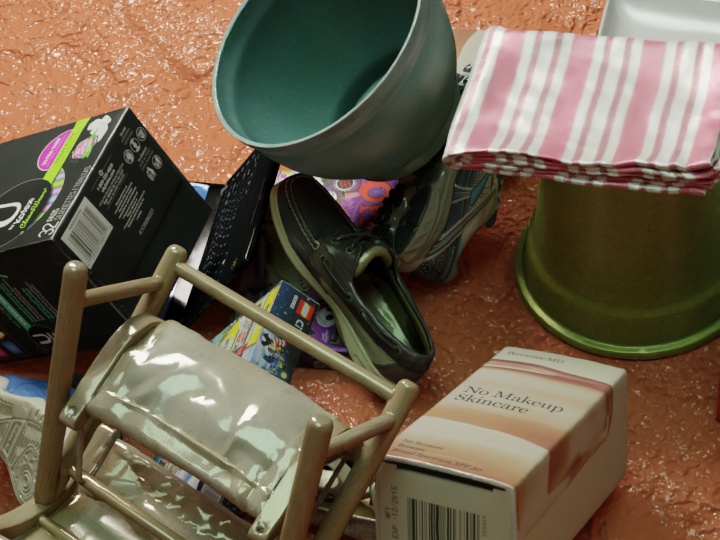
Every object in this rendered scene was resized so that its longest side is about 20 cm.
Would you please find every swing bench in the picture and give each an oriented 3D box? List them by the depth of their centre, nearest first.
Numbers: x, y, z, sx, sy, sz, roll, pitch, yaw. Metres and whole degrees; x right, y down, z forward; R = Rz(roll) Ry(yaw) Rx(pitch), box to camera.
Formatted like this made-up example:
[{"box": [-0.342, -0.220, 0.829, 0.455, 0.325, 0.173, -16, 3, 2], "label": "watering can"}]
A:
[{"box": [-0.103, 0.120, 0.872, 0.198, 0.201, 0.129, 29, 17, 21], "label": "swing bench"}]

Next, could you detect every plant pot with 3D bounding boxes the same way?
[{"box": [0.216, -0.066, 1.122, 0.198, 0.185, 0.202, -5, 48, 6], "label": "plant pot"}, {"box": [-0.001, -0.153, 1.148, 0.199, 0.134, 0.202, -20, 52, 28], "label": "plant pot"}]

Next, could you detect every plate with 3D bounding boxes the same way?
[{"box": [0.308, -0.175, 1.304, 0.198, 0.032, 0.201, 9, 51, 16], "label": "plate"}]

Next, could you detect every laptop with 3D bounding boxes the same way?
[{"box": [-0.160, -0.047, 1.221, 0.103, 0.200, 0.178, 28, 49, -18], "label": "laptop"}]

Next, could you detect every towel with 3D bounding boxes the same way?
[{"box": [0.169, -0.123, 1.037, 0.198, 0.030, 0.147, 7, 50, 16], "label": "towel"}]

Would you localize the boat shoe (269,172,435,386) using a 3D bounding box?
[{"box": [0.000, 0.001, 1.130, 0.071, 0.066, 0.202, -16, 71, -44], "label": "boat shoe"}]

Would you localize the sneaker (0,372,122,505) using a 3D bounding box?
[{"box": [-0.213, 0.128, 1.061, 0.110, 0.078, 0.199, 7, 8, -38], "label": "sneaker"}]

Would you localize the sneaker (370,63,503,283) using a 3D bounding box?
[{"box": [0.084, -0.082, 1.195, 0.077, 0.086, 0.201, 25, 85, 53], "label": "sneaker"}]

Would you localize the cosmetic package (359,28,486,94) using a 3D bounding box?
[{"box": [0.055, -0.161, 1.287, 0.198, 0.088, 0.104, 5, 39, 14], "label": "cosmetic package"}]

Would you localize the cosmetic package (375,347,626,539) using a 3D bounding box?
[{"box": [0.100, 0.132, 0.963, 0.102, 0.088, 0.200, 8, 21, 27], "label": "cosmetic package"}]

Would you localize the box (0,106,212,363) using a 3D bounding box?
[{"box": [-0.251, -0.023, 1.159, 0.199, 0.125, 0.149, -10, 43, 36], "label": "box"}]

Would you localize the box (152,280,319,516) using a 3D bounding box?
[{"box": [-0.107, 0.118, 1.054, 0.038, 0.136, 0.201, 33, 51, -16], "label": "box"}]

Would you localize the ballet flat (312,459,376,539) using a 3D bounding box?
[{"box": [-0.004, 0.159, 1.039, 0.198, 0.068, 0.068, 5, 49, 13], "label": "ballet flat"}]

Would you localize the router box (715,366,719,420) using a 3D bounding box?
[{"box": [0.324, -0.008, 1.056, 0.048, 0.180, 0.201, 18, 55, 24], "label": "router box"}]

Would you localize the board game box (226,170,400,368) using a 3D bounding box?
[{"box": [-0.038, -0.005, 1.217, 0.119, 0.032, 0.201, 5, 50, 8], "label": "board game box"}]
